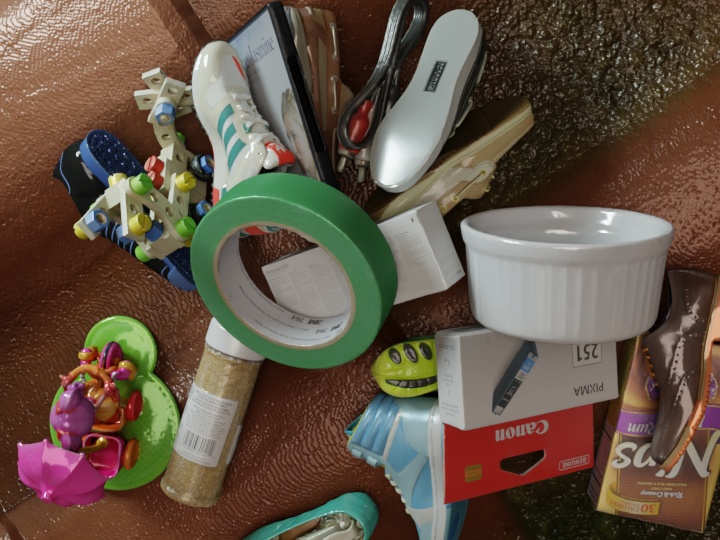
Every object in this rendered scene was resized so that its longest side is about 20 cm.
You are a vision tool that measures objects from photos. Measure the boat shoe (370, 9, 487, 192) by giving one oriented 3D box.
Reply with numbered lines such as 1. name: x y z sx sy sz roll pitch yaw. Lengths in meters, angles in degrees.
1. boat shoe: 0.077 -0.160 0.941 0.071 0.064 0.200 21 79 32

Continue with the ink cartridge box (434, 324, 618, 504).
1. ink cartridge box: 0.172 0.136 0.947 0.200 0.045 0.176 -7 96 -28

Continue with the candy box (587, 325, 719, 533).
1. candy box: 0.321 0.163 0.990 0.117 0.056 0.200 11 98 2

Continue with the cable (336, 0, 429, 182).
1. cable: 0.016 -0.190 0.960 0.050 0.097 0.200 10 92 44

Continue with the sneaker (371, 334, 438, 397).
1. sneaker: 0.106 0.092 0.989 0.200 0.084 0.074 0 92 -15

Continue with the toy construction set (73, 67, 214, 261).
1. toy construction set: -0.204 -0.096 0.942 0.092 0.131 0.200 -15 55 40

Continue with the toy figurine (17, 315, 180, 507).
1. toy figurine: -0.278 0.158 0.966 0.150 0.184 0.200 8 97 3

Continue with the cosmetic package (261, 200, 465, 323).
1. cosmetic package: 0.000 0.000 0.954 0.200 0.051 0.083 -18 99 34

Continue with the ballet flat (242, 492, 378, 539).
1. ballet flat: -0.072 0.305 1.026 0.200 0.070 0.067 -29 94 7

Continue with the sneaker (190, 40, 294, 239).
1. sneaker: -0.106 -0.131 0.933 0.093 0.070 0.200 -2 99 37

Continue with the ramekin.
1. ramekin: 0.196 0.001 0.912 0.200 0.200 0.098 1 104 4

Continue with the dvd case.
1. dvd case: -0.079 -0.153 0.942 0.018 0.143 0.200 -19 96 -23

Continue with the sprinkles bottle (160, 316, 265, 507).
1. sprinkles bottle: -0.156 0.151 1.015 0.068 0.068 0.200 19 98 1

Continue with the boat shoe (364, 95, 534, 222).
1. boat shoe: 0.100 -0.102 0.973 0.200 0.074 0.066 -36 117 8

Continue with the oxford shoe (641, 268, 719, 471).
1. oxford shoe: 0.309 0.096 0.928 0.073 0.071 0.200 15 87 11

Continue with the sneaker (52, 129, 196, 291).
1. sneaker: -0.243 -0.053 1.003 0.078 0.070 0.200 -28 104 34

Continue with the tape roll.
1. tape roll: -0.066 0.004 0.909 0.200 0.048 0.201 13 129 17

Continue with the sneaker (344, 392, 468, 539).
1. sneaker: 0.048 0.215 1.013 0.130 0.080 0.200 8 113 23

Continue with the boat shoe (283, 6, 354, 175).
1. boat shoe: -0.039 -0.171 0.966 0.072 0.076 0.200 -13 108 -20
